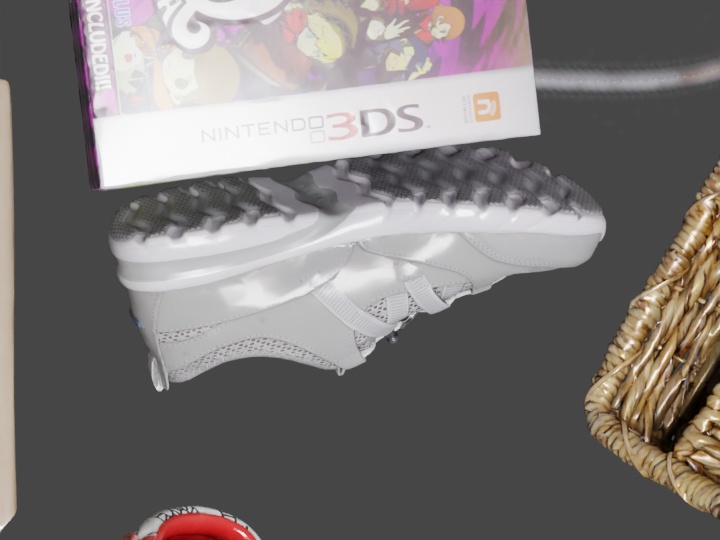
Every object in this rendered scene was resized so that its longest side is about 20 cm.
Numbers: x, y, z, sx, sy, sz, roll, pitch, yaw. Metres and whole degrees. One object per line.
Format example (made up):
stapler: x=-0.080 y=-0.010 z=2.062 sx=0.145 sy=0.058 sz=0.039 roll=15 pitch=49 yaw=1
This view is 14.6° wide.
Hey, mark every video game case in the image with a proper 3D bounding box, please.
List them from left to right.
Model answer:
video game case: x=-0.028 y=-0.140 z=1.099 sx=0.181 sy=0.036 sz=0.201 roll=-7 pitch=95 yaw=-13

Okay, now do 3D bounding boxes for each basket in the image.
basket: x=0.209 y=0.024 z=1.136 sx=0.149 sy=0.143 sz=0.200 roll=32 pitch=89 yaw=-17

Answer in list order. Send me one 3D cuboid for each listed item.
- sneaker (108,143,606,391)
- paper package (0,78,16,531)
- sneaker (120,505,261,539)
sneaker: x=0.000 y=0.000 z=1.127 sx=0.199 sy=0.075 sz=0.082 roll=-7 pitch=115 yaw=-7
paper package: x=-0.228 y=0.025 z=1.009 sx=0.199 sy=0.104 sz=0.191 roll=2 pitch=65 yaw=-13
sneaker: x=-0.122 y=0.146 z=1.047 sx=0.201 sy=0.108 sz=0.067 roll=-19 pitch=75 yaw=-44
